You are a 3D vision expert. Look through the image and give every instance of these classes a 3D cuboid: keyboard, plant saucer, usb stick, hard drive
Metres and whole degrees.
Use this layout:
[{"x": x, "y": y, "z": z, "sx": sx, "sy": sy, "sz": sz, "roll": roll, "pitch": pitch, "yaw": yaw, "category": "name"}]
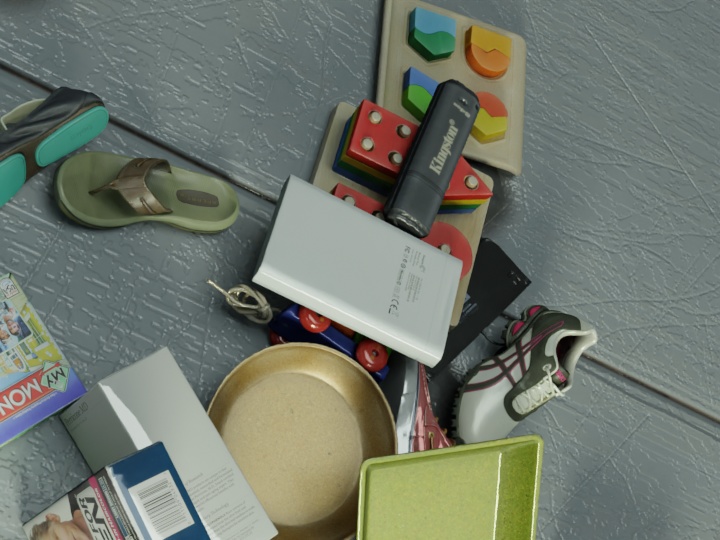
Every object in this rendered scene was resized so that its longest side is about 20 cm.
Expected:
[{"x": 0.119, "y": 0.058, "z": 1.823, "sx": 0.127, "sy": 0.021, "sz": 0.200, "roll": 48, "pitch": 54, "yaw": 2, "category": "keyboard"}, {"x": -0.062, "y": 0.170, "z": 1.629, "sx": 0.199, "sy": 0.035, "sz": 0.201, "roll": 3, "pitch": 81, "yaw": -21, "category": "plant saucer"}, {"x": 0.075, "y": 0.255, "z": 1.636, "sx": 0.199, "sy": 0.048, "sz": 0.201, "roll": -5, "pitch": 108, "yaw": -26, "category": "plant saucer"}, {"x": 0.076, "y": -0.118, "z": 1.769, "sx": 0.055, "sy": 0.033, "sz": 0.200, "roll": 31, "pitch": 55, "yaw": -11, "category": "usb stick"}, {"x": 0.000, "y": 0.000, "z": 1.671, "sx": 0.199, "sy": 0.027, "sz": 0.132, "roll": 27, "pitch": 48, "yaw": -13, "category": "hard drive"}]

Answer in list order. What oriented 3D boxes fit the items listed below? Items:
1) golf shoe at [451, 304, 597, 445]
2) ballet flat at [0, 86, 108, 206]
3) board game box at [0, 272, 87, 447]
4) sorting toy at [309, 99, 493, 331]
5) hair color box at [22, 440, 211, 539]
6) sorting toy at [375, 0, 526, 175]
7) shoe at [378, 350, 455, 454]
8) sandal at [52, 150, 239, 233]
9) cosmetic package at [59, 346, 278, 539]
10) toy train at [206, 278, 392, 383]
[{"x": 0.167, "y": 0.117, "z": 1.765, "sx": 0.200, "sy": 0.088, "sz": 0.077, "roll": -54, "pitch": 127, "yaw": -24, "category": "golf shoe"}, {"x": -0.329, "y": -0.114, "z": 1.603, "sx": 0.200, "sy": 0.073, "sz": 0.073, "roll": -41, "pitch": 93, "yaw": -31, "category": "ballet flat"}, {"x": -0.359, "y": 0.103, "z": 1.505, "sx": 0.200, "sy": 0.029, "sz": 0.135, "roll": -32, "pitch": 87, "yaw": -37, "category": "board game box"}, {"x": 0.047, "y": -0.069, "z": 1.793, "sx": 0.198, "sy": 0.070, "sz": 0.201, "roll": 26, "pitch": 57, "yaw": -15, "category": "sorting toy"}, {"x": -0.209, "y": 0.225, "z": 1.434, "sx": 0.060, "sy": 0.200, "sz": 0.100, "roll": -22, "pitch": 81, "yaw": -37, "category": "hair color box"}, {"x": 0.110, "y": -0.218, "z": 1.928, "sx": 0.199, "sy": 0.036, "sz": 0.186, "roll": 18, "pitch": 61, "yaw": -24, "category": "sorting toy"}, {"x": 0.062, "y": 0.175, "z": 1.707, "sx": 0.091, "sy": 0.071, "sz": 0.201, "roll": 14, "pitch": 68, "yaw": -27, "category": "shoe"}, {"x": -0.206, "y": -0.083, "z": 1.662, "sx": 0.200, "sy": 0.057, "sz": 0.080, "roll": 3, "pitch": 68, "yaw": -30, "category": "sandal"}, {"x": -0.174, "y": 0.183, "z": 1.533, "sx": 0.085, "sy": 0.108, "sz": 0.200, "roll": -30, "pitch": 85, "yaw": -36, "category": "cosmetic package"}, {"x": -0.046, "y": 0.022, "z": 1.694, "sx": 0.200, "sy": 0.085, "sz": 0.116, "roll": 36, "pitch": 57, "yaw": -13, "category": "toy train"}]
